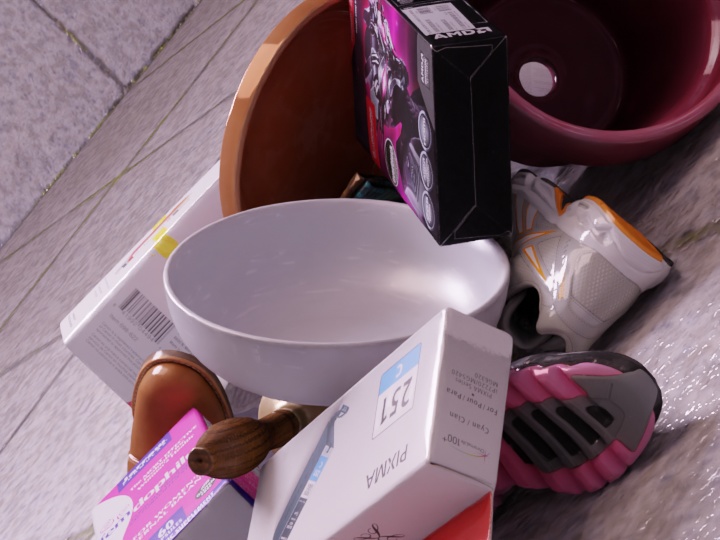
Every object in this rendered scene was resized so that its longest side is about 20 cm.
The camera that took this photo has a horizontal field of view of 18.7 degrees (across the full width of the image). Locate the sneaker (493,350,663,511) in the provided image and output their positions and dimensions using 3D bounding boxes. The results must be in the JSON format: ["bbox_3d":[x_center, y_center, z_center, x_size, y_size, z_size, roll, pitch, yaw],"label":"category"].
[{"bbox_3d":[0.092,0.074,1.150,0.095,0.079,0.200,-42,10,-39],"label":"sneaker"}]

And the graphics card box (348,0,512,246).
[{"bbox_3d":[0.039,-0.109,1.324,0.051,0.126,0.200,-9,25,-13],"label":"graphics card box"}]

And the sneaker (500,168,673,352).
[{"bbox_3d":[0.108,0.000,1.297,0.092,0.076,0.200,-51,13,-2],"label":"sneaker"}]

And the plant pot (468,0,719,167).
[{"bbox_3d":[0.138,-0.153,1.429,0.200,0.200,0.179,-50,0,-16],"label":"plant pot"}]

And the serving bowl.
[{"bbox_3d":[-0.013,0.026,1.260,0.199,0.066,0.200,-1,26,0],"label":"serving bowl"}]

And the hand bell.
[{"bbox_3d":[-0.050,0.091,1.269,0.104,0.104,0.200,-41,-11,20],"label":"hand bell"}]

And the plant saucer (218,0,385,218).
[{"bbox_3d":[-0.025,-0.090,1.441,0.032,0.201,0.201,21,61,34],"label":"plant saucer"}]

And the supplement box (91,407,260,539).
[{"bbox_3d":[-0.092,0.171,1.333,0.101,0.103,0.200,-46,12,-1],"label":"supplement box"}]

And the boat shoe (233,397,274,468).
[{"bbox_3d":[-0.114,0.136,1.574,0.200,0.071,0.070,-44,15,37],"label":"boat shoe"}]

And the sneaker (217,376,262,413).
[{"bbox_3d":[-0.065,0.014,1.523,0.082,0.074,0.200,19,53,25],"label":"sneaker"}]

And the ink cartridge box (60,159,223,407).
[{"bbox_3d":[-0.118,0.027,1.726,0.200,0.145,0.083,-46,13,-1],"label":"ink cartridge box"}]

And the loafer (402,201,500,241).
[{"bbox_3d":[0.031,0.023,1.445,0.201,0.070,0.075,-59,-20,19],"label":"loafer"}]

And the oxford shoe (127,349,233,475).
[{"bbox_3d":[-0.126,0.140,1.466,0.071,0.071,0.201,-71,-11,-50],"label":"oxford shoe"}]

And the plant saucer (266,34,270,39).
[{"bbox_3d":[0.021,-0.154,1.642,0.200,0.199,0.028,-61,-16,-47],"label":"plant saucer"}]

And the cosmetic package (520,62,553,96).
[{"bbox_3d":[0.051,-0.127,1.557,0.083,0.199,0.051,-85,2,-54],"label":"cosmetic package"}]

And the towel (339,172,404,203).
[{"bbox_3d":[0.000,0.000,1.472,0.147,0.022,0.200,-57,-17,11],"label":"towel"}]

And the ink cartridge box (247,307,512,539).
[{"bbox_3d":[0.001,0.140,1.097,0.200,0.045,0.177,-44,30,47],"label":"ink cartridge box"}]

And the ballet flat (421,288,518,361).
[{"bbox_3d":[0.058,0.056,1.314,0.071,0.071,0.200,-30,20,48],"label":"ballet flat"}]
